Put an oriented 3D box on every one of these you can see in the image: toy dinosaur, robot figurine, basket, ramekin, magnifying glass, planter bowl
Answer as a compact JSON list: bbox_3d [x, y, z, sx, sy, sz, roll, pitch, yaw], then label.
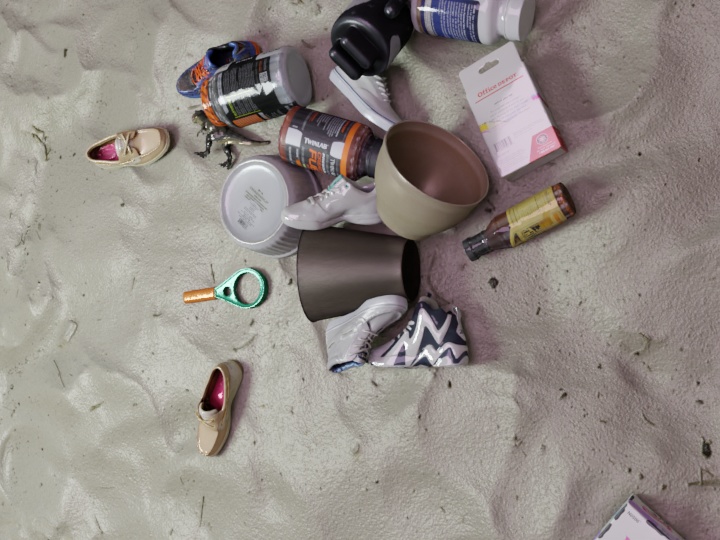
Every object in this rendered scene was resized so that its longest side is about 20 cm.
[{"bbox_3d":[-0.284,-0.260,1.763,0.197,0.047,0.090,27,93,21],"label":"toy dinosaur"},{"bbox_3d":[0.022,-0.429,1.540,0.148,0.126,0.201,12,51,30],"label":"robot figurine"},{"bbox_3d":[0.000,0.000,1.571,0.196,0.136,0.185,-2,92,22],"label":"basket"},{"bbox_3d":[-0.179,-0.127,1.673,0.196,0.105,0.205,-1,88,25],"label":"ramekin"},{"bbox_3d":[-0.275,0.043,1.760,0.196,0.022,0.082,-9,85,26],"label":"magnifying glass"},{"bbox_3d":[0.104,-0.140,1.503,0.201,0.198,0.136,49,133,18],"label":"planter bowl"}]

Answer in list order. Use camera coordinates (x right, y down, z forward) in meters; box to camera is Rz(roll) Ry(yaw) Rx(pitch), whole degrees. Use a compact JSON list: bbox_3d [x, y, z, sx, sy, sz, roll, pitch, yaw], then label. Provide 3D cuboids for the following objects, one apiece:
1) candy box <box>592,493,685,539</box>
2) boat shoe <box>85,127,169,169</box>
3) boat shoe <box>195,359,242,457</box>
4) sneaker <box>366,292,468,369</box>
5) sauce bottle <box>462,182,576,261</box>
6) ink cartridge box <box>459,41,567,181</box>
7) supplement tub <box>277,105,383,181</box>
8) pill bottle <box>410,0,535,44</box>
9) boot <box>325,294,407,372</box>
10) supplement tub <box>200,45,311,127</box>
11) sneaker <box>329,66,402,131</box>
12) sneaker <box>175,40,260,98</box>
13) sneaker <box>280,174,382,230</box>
[{"bbox_3d":[0.431,0.490,1.375,0.167,0.071,0.202,40,106,21],"label":"candy box"},{"bbox_3d":[-0.495,-0.257,1.841,0.196,0.069,0.075,-14,82,25],"label":"boat shoe"},{"bbox_3d":[-0.296,0.276,1.736,0.073,0.069,0.204,17,96,25],"label":"boat shoe"},{"bbox_3d":[0.097,0.107,1.550,0.196,0.079,0.133,-6,79,32],"label":"sneaker"},{"bbox_3d":[0.267,-0.077,1.480,0.198,0.066,0.067,-30,76,25],"label":"sauce bottle"},{"bbox_3d":[0.259,-0.271,1.486,0.115,0.067,0.204,-25,79,22],"label":"ink cartridge box"},{"bbox_3d":[-0.046,-0.229,1.603,0.196,0.107,0.109,18,96,16],"label":"supplement tub"},{"bbox_3d":[0.195,-0.452,1.498,0.197,0.111,0.113,18,96,25],"label":"pill bottle"},{"bbox_3d":[0.011,0.118,1.534,0.199,0.073,0.097,-31,50,44],"label":"boot"},{"bbox_3d":[-0.202,-0.349,1.681,0.196,0.122,0.125,-10,84,24],"label":"supplement tub"},{"bbox_3d":[0.022,-0.326,1.599,0.200,0.073,0.071,46,111,20],"label":"sneaker"},{"bbox_3d":[-0.299,-0.414,1.754,0.197,0.078,0.077,-26,77,23],"label":"sneaker"},{"bbox_3d":[-0.048,-0.129,1.570,0.195,0.076,0.090,-7,121,-10],"label":"sneaker"}]
